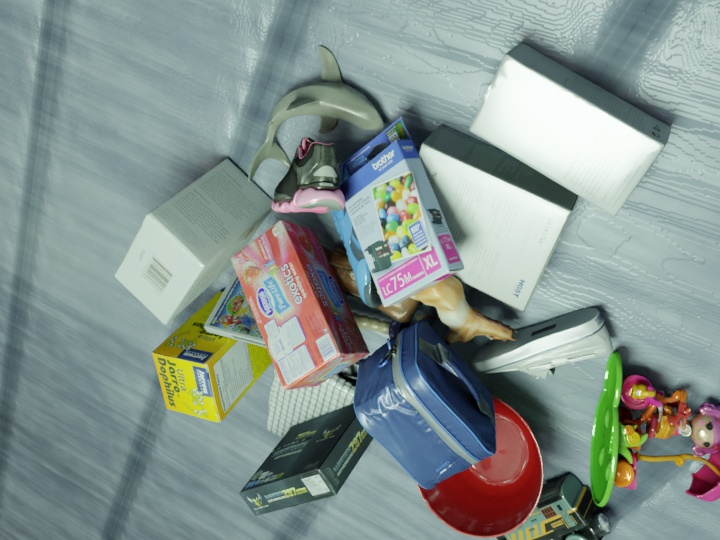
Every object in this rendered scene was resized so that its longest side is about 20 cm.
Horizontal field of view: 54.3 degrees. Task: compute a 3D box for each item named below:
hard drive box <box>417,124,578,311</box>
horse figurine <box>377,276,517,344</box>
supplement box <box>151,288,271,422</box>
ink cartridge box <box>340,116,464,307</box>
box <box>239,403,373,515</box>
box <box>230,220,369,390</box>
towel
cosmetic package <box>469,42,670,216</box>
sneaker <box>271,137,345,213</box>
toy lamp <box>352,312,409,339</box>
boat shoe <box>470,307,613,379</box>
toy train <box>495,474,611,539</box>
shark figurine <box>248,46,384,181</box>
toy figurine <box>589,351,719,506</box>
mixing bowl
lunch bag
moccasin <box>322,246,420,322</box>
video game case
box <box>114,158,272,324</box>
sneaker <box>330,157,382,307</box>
[{"bbox_3d":[0.155,-0.066,0.895,0.197,0.077,0.158,27,127,13],"label":"hard drive box"},{"bbox_3d":[0.107,0.046,0.934,0.130,0.051,0.201,-8,133,42],"label":"horse figurine"},{"bbox_3d":[-0.226,0.131,1.139,0.107,0.200,0.111,7,121,24],"label":"supplement box"},{"bbox_3d":[0.041,-0.071,0.870,0.118,0.041,0.204,-30,75,42],"label":"ink cartridge box"},{"bbox_3d":[-0.074,0.283,1.063,0.198,0.158,0.052,-28,102,41],"label":"box"},{"bbox_3d":[-0.083,0.048,0.961,0.102,0.094,0.203,-33,72,19],"label":"box"},{"bbox_3d":[-0.070,0.214,1.179,0.163,0.086,0.204,25,128,16],"label":"towel"},{"bbox_3d":[0.236,-0.162,0.800,0.198,0.074,0.103,34,128,9],"label":"cosmetic package"},{"bbox_3d":[-0.070,-0.124,0.930,0.199,0.077,0.098,-176,84,-68],"label":"sneaker"},{"bbox_3d":[-0.023,0.072,1.087,0.195,0.058,0.060,10,122,23],"label":"toy lamp"},{"bbox_3d":[0.243,0.115,0.954,0.197,0.073,0.066,-23,101,37],"label":"boat shoe"},{"bbox_3d":[0.290,0.399,1.093,0.115,0.085,0.200,54,131,6],"label":"toy train"},{"bbox_3d":[-0.086,-0.208,0.942,0.211,0.090,0.130,-17,107,33],"label":"shark figurine"},{"bbox_3d":[0.408,0.218,0.914,0.179,0.150,0.206,6,97,9],"label":"toy figurine"},{"bbox_3d":[0.184,0.273,1.036,0.196,0.108,0.206,0,91,29],"label":"mixing bowl"},{"bbox_3d":[0.089,0.166,0.923,0.131,0.137,0.200,-34,112,22],"label":"lunch bag"},{"bbox_3d":[-0.001,0.000,1.023,0.198,0.073,0.079,29,113,17],"label":"moccasin"},{"bbox_3d":[-0.126,0.053,1.080,0.195,0.145,0.018,11,146,22],"label":"video game case"},{"bbox_3d":[-0.243,-0.047,1.046,0.106,0.200,0.152,41,129,-2],"label":"box"},{"bbox_3d":[0.000,-0.052,0.967,0.077,0.065,0.206,-4,90,33],"label":"sneaker"}]
